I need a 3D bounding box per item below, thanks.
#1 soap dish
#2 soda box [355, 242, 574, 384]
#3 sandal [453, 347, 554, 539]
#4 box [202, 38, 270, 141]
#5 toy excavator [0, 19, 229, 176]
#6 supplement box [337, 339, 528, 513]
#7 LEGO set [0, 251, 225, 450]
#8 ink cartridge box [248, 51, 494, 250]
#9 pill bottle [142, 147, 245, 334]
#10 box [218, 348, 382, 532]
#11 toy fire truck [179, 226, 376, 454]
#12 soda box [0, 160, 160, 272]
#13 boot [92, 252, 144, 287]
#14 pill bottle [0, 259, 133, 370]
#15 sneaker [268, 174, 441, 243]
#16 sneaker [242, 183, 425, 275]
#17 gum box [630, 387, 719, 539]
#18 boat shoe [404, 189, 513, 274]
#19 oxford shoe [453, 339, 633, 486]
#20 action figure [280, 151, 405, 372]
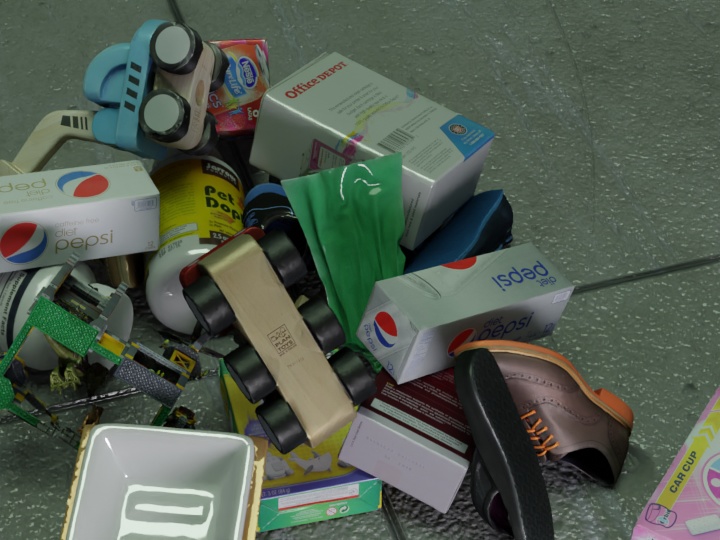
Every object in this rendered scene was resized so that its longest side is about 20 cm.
[{"bbox_3d":[-0.161,0.225,1.244,0.155,0.082,0.202,4,57,4],"label":"soap dish"},{"bbox_3d":[0.095,0.035,1.386,0.199,0.064,0.068,-14,48,-39],"label":"soda box"},{"bbox_3d":[0.114,0.161,1.293,0.048,0.202,0.075,-15,10,29],"label":"sandal"},{"bbox_3d":[-0.147,-0.188,1.649,0.098,0.097,0.200,-4,3,-6],"label":"box"},{"bbox_3d":[-0.244,-0.150,1.511,0.198,0.197,0.100,9,-3,17],"label":"toy excavator"},{"bbox_3d":[0.067,0.112,1.380,0.108,0.061,0.200,27,38,7],"label":"supplement box"},{"bbox_3d":[-0.227,0.081,1.361,0.198,0.155,0.116,25,24,-3],"label":"LEGO set"},{"bbox_3d":[0.010,-0.124,1.546,0.199,0.085,0.144,30,36,16],"label":"ink cartridge box"},{"bbox_3d":[-0.164,-0.040,1.545,0.108,0.110,0.201,-6,42,-7],"label":"pill bottle"},{"bbox_3d":[-0.059,0.135,1.399,0.116,0.049,0.201,-9,41,-12],"label":"box"},{"bbox_3d":[-0.074,0.046,1.336,0.128,0.177,0.200,-34,11,-13],"label":"toy fire truck"},{"bbox_3d":[-0.287,-0.049,1.427,0.198,0.064,0.068,-9,36,-23],"label":"soda box"},{"bbox_3d":[-0.297,-0.033,1.550,0.154,0.074,0.200,-7,29,-8],"label":"boot"},{"bbox_3d":[-0.318,0.028,1.467,0.198,0.112,0.111,20,45,20],"label":"pill bottle"},{"bbox_3d":[-0.002,-0.079,1.617,0.198,0.075,0.085,7,42,7],"label":"sneaker"},{"bbox_3d":[-0.023,-0.020,1.519,0.198,0.071,0.078,17,29,-14],"label":"sneaker"},{"bbox_3d":[0.319,0.195,1.321,0.113,0.067,0.200,24,46,22],"label":"gum box"},{"bbox_3d":[0.110,-0.010,1.535,0.084,0.069,0.200,-6,27,41],"label":"boat shoe"},{"bbox_3d":[0.160,0.121,1.339,0.199,0.071,0.073,28,54,-25],"label":"oxford shoe"},{"bbox_3d":[0.000,0.000,1.453,0.117,0.202,0.055,-13,9,-8],"label":"action figure"}]
